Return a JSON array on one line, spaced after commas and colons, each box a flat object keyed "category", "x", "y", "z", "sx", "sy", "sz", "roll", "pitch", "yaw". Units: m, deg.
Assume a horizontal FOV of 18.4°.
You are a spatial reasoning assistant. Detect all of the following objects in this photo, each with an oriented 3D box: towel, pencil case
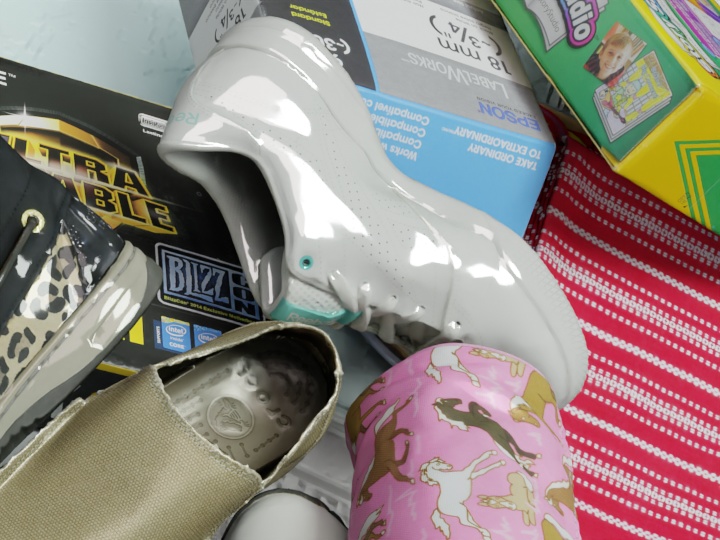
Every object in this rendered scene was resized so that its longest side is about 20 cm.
[{"category": "towel", "x": 0.122, "y": 0.047, "z": 0.996, "sx": 0.144, "sy": 0.022, "sz": 0.201, "roll": 29, "pitch": 56, "yaw": -15}, {"category": "pencil case", "x": 0.042, "y": 0.109, "z": 0.790, "sx": 0.087, "sy": 0.083, "sz": 0.200, "roll": 43, "pitch": 21, "yaw": -29}]

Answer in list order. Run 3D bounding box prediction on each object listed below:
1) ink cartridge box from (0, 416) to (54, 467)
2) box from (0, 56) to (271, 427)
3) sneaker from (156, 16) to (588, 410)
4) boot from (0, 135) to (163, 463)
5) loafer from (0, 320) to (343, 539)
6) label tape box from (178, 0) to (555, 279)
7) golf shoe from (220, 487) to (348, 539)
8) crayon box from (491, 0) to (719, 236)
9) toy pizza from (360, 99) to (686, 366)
[{"category": "ink cartridge box", "x": -0.146, "y": 0.051, "z": 0.883, "sx": 0.099, "sy": 0.039, "sz": 0.200, "roll": 47, "pitch": 40, "yaw": 15}, {"category": "box", "x": -0.129, "y": -0.013, "z": 0.894, "sx": 0.199, "sy": 0.049, "sz": 0.160, "roll": 16, "pitch": 44, "yaw": -24}, {"category": "sneaker", "x": 0.000, "y": 0.000, "z": 0.862, "sx": 0.200, "sy": 0.075, "sz": 0.089, "roll": 44, "pitch": 49, "yaw": -10}, {"category": "boot", "x": -0.182, "y": 0.014, "z": 0.755, "sx": 0.204, "sy": 0.073, "sz": 0.154, "roll": -45, "pitch": 103, "yaw": -26}, {"category": "loafer", "x": -0.079, "y": 0.072, "z": 0.781, "sx": 0.076, "sy": 0.067, "sz": 0.200, "roll": 44, "pitch": 51, "yaw": 6}, {"category": "label tape box", "x": 0.006, "y": -0.071, "z": 0.972, "sx": 0.144, "sy": 0.063, "sz": 0.200, "roll": 14, "pitch": 38, "yaw": -28}, {"category": "golf shoe", "x": -0.018, "y": 0.156, "z": 0.776, "sx": 0.077, "sy": 0.095, "sz": 0.201, "roll": -8, "pitch": 57, "yaw": -1}, {"category": "crayon box", "x": 0.138, "y": -0.097, "z": 1.040, "sx": 0.172, "sy": 0.058, "sz": 0.200, "roll": 25, "pitch": 26, "yaw": -44}, {"category": "toy pizza", "x": 0.075, "y": -0.015, "z": 1.045, "sx": 0.199, "sy": 0.032, "sz": 0.201, "roll": 12, "pitch": 52, "yaw": -15}]
